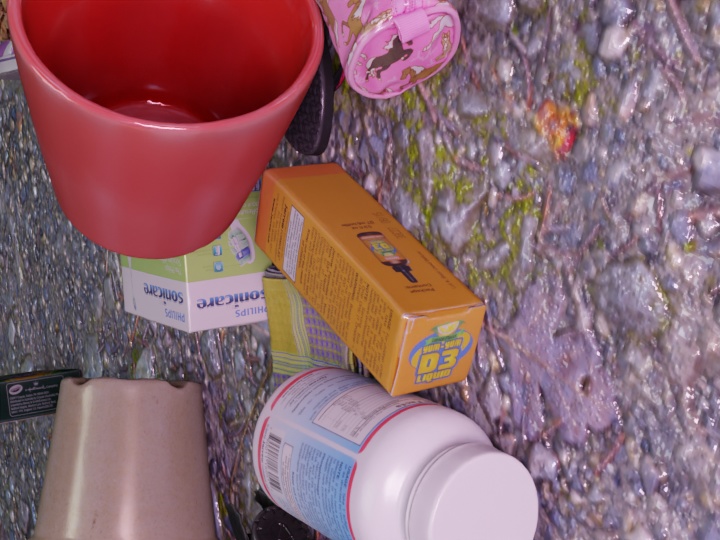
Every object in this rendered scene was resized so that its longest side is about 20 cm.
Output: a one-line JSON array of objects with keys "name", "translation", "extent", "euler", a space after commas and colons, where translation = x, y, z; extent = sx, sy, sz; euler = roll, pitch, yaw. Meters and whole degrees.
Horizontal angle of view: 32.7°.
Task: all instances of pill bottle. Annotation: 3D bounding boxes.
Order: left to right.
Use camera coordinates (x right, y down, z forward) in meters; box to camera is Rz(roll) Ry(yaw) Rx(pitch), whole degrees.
[{"name": "pill bottle", "translation": [0.020, 0.132, 0.787], "extent": [0.199, 0.108, 0.110], "euler": [15, 109, 57]}]

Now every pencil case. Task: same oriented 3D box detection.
[{"name": "pencil case", "translation": [-0.005, -0.206, 0.782], "extent": [0.082, 0.086, 0.202], "euler": [-33, 64, 20]}]

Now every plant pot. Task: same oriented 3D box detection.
[{"name": "plant pot", "translation": [-0.214, 0.193, 1.135], "extent": [0.200, 0.198, 0.186], "euler": [-8, 78, 59]}, {"name": "plant pot", "translation": [-0.137, -0.114, 0.837], "extent": [0.202, 0.198, 0.178], "euler": [64, 154, 27]}]

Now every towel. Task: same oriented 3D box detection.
[{"name": "towel", "translation": [-0.036, 0.098, 0.955], "extent": [0.143, 0.023, 0.203], "euler": [12, 106, 57]}]

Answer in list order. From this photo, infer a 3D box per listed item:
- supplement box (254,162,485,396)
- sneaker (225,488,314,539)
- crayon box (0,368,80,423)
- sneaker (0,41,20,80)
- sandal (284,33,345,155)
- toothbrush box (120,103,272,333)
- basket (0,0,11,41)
[{"name": "supplement box", "translation": [0.000, 0.000, 0.832], "extent": [0.200, 0.066, 0.070], "euler": [45, 133, 46]}, {"name": "sneaker", "translation": [-0.051, 0.262, 0.985], "extent": [0.201, 0.059, 0.104], "euler": [61, 157, 18]}, {"name": "crayon box", "translation": [-0.437, 0.157, 1.530], "extent": [0.199, 0.124, 0.052], "euler": [-11, 87, 59]}, {"name": "sneaker", "translation": [-0.354, -0.276, 1.359], "extent": [0.199, 0.072, 0.116], "euler": [-8, 86, 49]}, {"name": "sandal", "translation": [-0.037, -0.166, 0.888], "extent": [0.075, 0.045, 0.202], "euler": [-57, 35, 41]}, {"name": "toothbrush box", "translation": [-0.145, -0.060, 1.039], "extent": [0.145, 0.085, 0.203], "euler": [9, 103, 57]}, {"name": "basket", "translation": [-0.315, -0.319, 1.157], "extent": [0.148, 0.143, 0.201], "euler": [25, 129, 4]}]
